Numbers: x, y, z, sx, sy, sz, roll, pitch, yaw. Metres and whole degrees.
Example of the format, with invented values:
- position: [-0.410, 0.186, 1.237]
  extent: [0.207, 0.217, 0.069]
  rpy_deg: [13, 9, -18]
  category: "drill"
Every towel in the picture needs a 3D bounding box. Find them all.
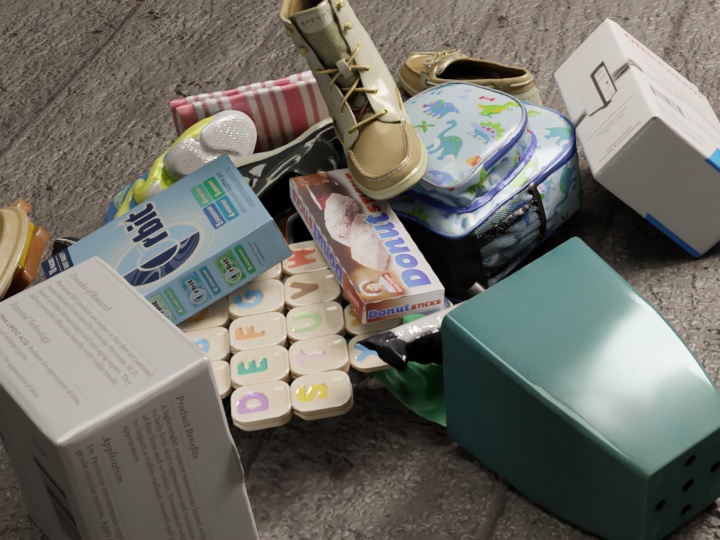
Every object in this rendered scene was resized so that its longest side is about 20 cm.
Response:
- position: [-0.090, -0.156, 1.687]
  extent: [0.199, 0.146, 0.030]
  rpy_deg: [-13, 64, -2]
  category: "towel"

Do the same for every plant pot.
- position: [0.180, 0.107, 1.244]
  extent: [0.141, 0.142, 0.200]
  rpy_deg: [-29, 49, -23]
  category: "plant pot"

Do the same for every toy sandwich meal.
- position: [-0.361, 0.024, 1.541]
  extent: [0.205, 0.070, 0.206]
  rpy_deg: [-35, 33, 27]
  category: "toy sandwich meal"

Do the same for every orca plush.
- position: [0.098, 0.059, 1.314]
  extent: [0.105, 0.071, 0.200]
  rpy_deg: [-21, -2, 43]
  category: "orca plush"

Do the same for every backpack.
- position: [0.105, -0.088, 1.525]
  extent: [0.200, 0.147, 0.183]
  rpy_deg: [-35, 41, -29]
  category: "backpack"

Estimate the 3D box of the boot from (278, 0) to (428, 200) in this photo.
- position: [-0.009, -0.165, 1.427]
  extent: [0.072, 0.155, 0.200]
  rpy_deg: [-25, 37, 7]
  category: "boot"

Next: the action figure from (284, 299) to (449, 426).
- position: [0.010, 0.059, 1.391]
  extent: [0.199, 0.055, 0.118]
  rpy_deg: [25, 44, 17]
  category: "action figure"

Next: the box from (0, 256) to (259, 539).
- position: [-0.193, 0.131, 1.261]
  extent: [0.130, 0.200, 0.200]
  rpy_deg: [-28, 37, -22]
  category: "box"

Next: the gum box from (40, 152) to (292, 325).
- position: [-0.175, -0.010, 1.430]
  extent: [0.200, 0.045, 0.170]
  rpy_deg: [-32, 30, -3]
  category: "gum box"

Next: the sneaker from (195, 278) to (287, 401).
- position: [-0.130, 0.052, 1.435]
  extent: [0.099, 0.078, 0.200]
  rpy_deg: [39, 42, 9]
  category: "sneaker"

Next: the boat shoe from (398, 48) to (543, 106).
- position: [0.119, -0.210, 1.768]
  extent: [0.200, 0.063, 0.073]
  rpy_deg: [23, 48, 40]
  category: "boat shoe"

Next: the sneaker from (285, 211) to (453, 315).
- position: [0.000, 0.000, 1.488]
  extent: [0.200, 0.085, 0.075]
  rpy_deg: [22, 47, 39]
  category: "sneaker"

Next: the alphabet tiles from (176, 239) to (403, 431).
- position: [-0.061, 0.049, 1.357]
  extent: [0.195, 0.015, 0.200]
  rpy_deg: [-10, 43, 3]
  category: "alphabet tiles"

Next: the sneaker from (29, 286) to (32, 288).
- position: [-0.255, 0.073, 1.495]
  extent: [0.099, 0.075, 0.200]
  rpy_deg: [-1, 23, -30]
  category: "sneaker"

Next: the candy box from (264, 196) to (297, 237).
- position: [-0.019, -0.090, 1.648]
  extent: [0.199, 0.057, 0.117]
  rpy_deg: [-23, 36, -18]
  category: "candy box"

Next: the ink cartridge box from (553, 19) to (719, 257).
- position: [0.273, -0.127, 1.522]
  extent: [0.084, 0.146, 0.200]
  rpy_deg: [-46, 26, 22]
  category: "ink cartridge box"

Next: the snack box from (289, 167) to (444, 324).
- position: [0.002, -0.025, 1.399]
  extent: [0.072, 0.024, 0.200]
  rpy_deg: [-10, 37, -17]
  category: "snack box"

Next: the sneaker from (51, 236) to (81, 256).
- position: [-0.211, 0.014, 1.563]
  extent: [0.200, 0.076, 0.087]
  rpy_deg: [25, 34, 36]
  category: "sneaker"

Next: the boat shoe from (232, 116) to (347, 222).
- position: [-0.046, -0.091, 1.557]
  extent: [0.199, 0.072, 0.068]
  rpy_deg: [-25, 46, -12]
  category: "boat shoe"

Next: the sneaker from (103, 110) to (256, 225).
- position: [-0.194, -0.092, 1.647]
  extent: [0.200, 0.076, 0.105]
  rpy_deg: [-46, 30, -5]
  category: "sneaker"
